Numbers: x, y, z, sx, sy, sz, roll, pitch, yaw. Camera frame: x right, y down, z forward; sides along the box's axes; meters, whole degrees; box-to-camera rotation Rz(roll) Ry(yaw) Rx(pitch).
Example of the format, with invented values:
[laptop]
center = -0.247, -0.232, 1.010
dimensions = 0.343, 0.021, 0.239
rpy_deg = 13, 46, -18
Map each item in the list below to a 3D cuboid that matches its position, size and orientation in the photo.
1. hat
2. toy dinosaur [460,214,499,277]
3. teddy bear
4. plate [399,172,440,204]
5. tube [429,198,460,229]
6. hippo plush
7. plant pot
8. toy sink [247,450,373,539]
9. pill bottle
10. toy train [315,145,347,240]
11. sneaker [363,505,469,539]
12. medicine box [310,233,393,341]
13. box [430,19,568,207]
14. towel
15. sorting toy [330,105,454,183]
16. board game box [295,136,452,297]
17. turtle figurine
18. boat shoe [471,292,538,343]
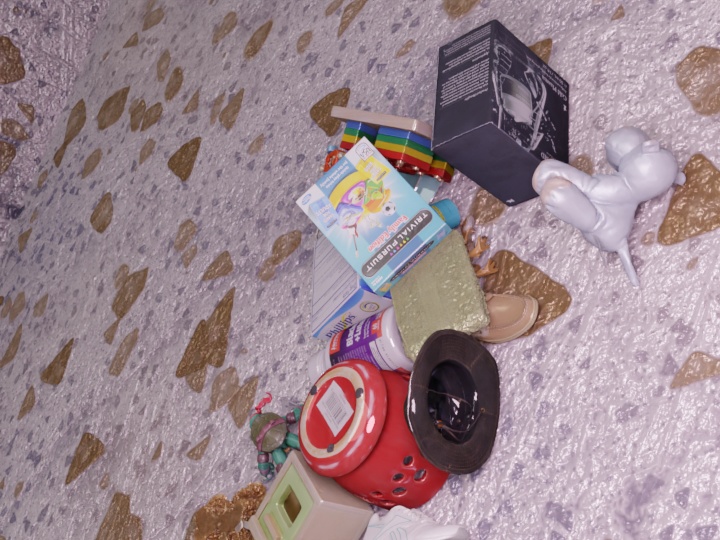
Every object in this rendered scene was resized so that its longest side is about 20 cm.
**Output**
[hat]
center = 0.114, 0.186, 1.466
dimensions = 0.081, 0.200, 0.202
rpy_deg = -15, 55, 50
[toy dinosaur]
center = 0.159, -0.004, 1.639
dimensions = 0.106, 0.060, 0.200
rpy_deg = -18, 33, 49
[teddy bear]
center = -0.195, 0.434, 1.785
dimensions = 0.199, 0.067, 0.146
rpy_deg = -28, 56, 28
[plate]
center = 0.071, -0.162, 1.878
dimensions = 0.200, 0.026, 0.201
rpy_deg = -28, 48, 36
[tube]
center = 0.069, -0.056, 1.672
dimensions = 0.078, 0.199, 0.051
rpy_deg = 51, 152, 24
[hippo plush]
center = 0.342, -0.122, 1.411
dimensions = 0.161, 0.159, 0.200
rpy_deg = -47, 38, 19
[plant pot]
center = 0.018, 0.241, 1.547
dimensions = 0.200, 0.182, 0.201
rpy_deg = -30, 47, 38
[toy sink]
center = -0.092, 0.403, 1.607
dimensions = 0.201, 0.112, 0.130
rpy_deg = -60, 35, 15
[pill bottle]
center = 0.012, 0.138, 1.677
dimensions = 0.199, 0.111, 0.112
rpy_deg = -28, 47, 37
[toy train]
center = -0.034, -0.154, 1.982
dimensions = 0.150, 0.055, 0.201
rpy_deg = -32, 49, 60
[sneaker]
center = 0.072, 0.373, 1.485
dimensions = 0.200, 0.070, 0.081
rpy_deg = -21, 50, 42
[medicine box]
center = 0.000, 0.000, 1.752
dimensions = 0.182, 0.102, 0.201
rpy_deg = -46, 36, 49
[box]
center = 0.219, -0.239, 1.601
dimensions = 0.124, 0.200, 0.198
rpy_deg = -19, 53, 41
[towel]
center = 0.114, 0.037, 1.563
dimensions = 0.148, 0.036, 0.201
rpy_deg = -32, 44, 17
[sorting toy]
center = 0.076, -0.202, 1.736
dimensions = 0.199, 0.198, 0.070
rpy_deg = 17, 91, 44
[board game box]
center = 0.019, -0.084, 1.608
dimensions = 0.151, 0.047, 0.200
rpy_deg = -43, 69, 4
[turtle figurine]
center = -0.137, 0.293, 1.775
dimensions = 0.200, 0.100, 0.150
rpy_deg = 37, 97, 48
[boat shoe]
center = 0.177, 0.068, 1.563
dimensions = 0.199, 0.064, 0.072
rpy_deg = -14, 56, 46
